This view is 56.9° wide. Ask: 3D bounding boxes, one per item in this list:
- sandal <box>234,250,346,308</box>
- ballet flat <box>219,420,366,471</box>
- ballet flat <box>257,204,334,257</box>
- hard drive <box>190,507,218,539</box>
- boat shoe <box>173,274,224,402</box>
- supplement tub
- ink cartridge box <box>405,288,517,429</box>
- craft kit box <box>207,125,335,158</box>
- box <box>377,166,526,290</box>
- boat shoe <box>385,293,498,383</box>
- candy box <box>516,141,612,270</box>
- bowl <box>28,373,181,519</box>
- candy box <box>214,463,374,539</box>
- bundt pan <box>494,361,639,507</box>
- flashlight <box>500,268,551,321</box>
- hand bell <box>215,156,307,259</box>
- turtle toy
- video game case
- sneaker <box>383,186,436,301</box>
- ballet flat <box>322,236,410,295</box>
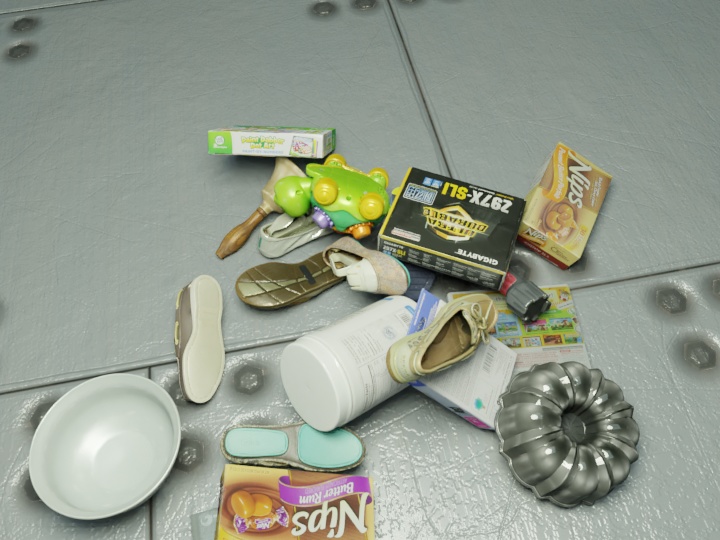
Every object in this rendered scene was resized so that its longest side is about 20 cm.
[{"bbox_3d":[-0.107,0.021,1.093,0.199,0.054,0.081,-17,62,-27],"label":"sandal"},{"bbox_3d":[-0.092,0.244,0.924,0.199,0.075,0.068,2,68,0],"label":"ballet flat"},{"bbox_3d":[-0.089,-0.089,1.154,0.199,0.070,0.069,-30,60,-17],"label":"ballet flat"},{"bbox_3d":[-0.135,0.396,0.848,0.139,0.033,0.201,-13,56,-7],"label":"hard drive"},{"bbox_3d":[-0.255,0.108,1.030,0.059,0.072,0.201,-21,62,37],"label":"boat shoe"},{"bbox_3d":[0.003,0.125,0.935,0.199,0.132,0.132,-22,56,-37],"label":"supplement tub"},{"bbox_3d":[0.129,0.125,0.922,0.200,0.042,0.120,36,63,-28],"label":"ink cartridge box"},{"bbox_3d":[-0.151,-0.234,1.198,0.196,0.049,0.200,5,15,2],"label":"craft kit box"},{"bbox_3d":[0.145,-0.070,1.043,0.199,0.049,0.160,18,53,10],"label":"box"},{"bbox_3d":[0.122,0.088,0.861,0.200,0.063,0.074,-31,100,-35],"label":"boat shoe"},{"bbox_3d":[0.346,-0.113,1.143,0.115,0.055,0.200,33,60,-2],"label":"candy box"},{"bbox_3d":[-0.337,0.251,0.918,0.200,0.091,0.202,-1,57,2],"label":"bowl"},{"bbox_3d":[-0.082,0.320,0.845,0.199,0.057,0.117,10,50,-13],"label":"candy box"},{"bbox_3d":[0.288,0.212,0.902,0.201,0.076,0.203,5,65,-10],"label":"bundt pan"},{"bbox_3d":[0.206,0.005,1.059,0.068,0.068,0.200,-42,50,-2],"label":"flashlight"},{"bbox_3d":[-0.178,-0.096,1.166,0.104,0.104,0.200,39,78,24],"label":"hand bell"},{"bbox_3d":[-0.042,-0.117,1.082,0.199,0.101,0.146,17,30,-2],"label":"turtle toy"},{"bbox_3d":[0.245,0.108,1.036,0.199,0.023,0.183,-4,56,0],"label":"video game case"},{"bbox_3d":[0.077,-0.037,1.113,0.074,0.082,0.201,7,63,-19],"label":"sneaker"},{"bbox_3d":[0.000,0.000,1.026,0.067,0.068,0.200,-19,23,-24],"label":"ballet flat"}]
